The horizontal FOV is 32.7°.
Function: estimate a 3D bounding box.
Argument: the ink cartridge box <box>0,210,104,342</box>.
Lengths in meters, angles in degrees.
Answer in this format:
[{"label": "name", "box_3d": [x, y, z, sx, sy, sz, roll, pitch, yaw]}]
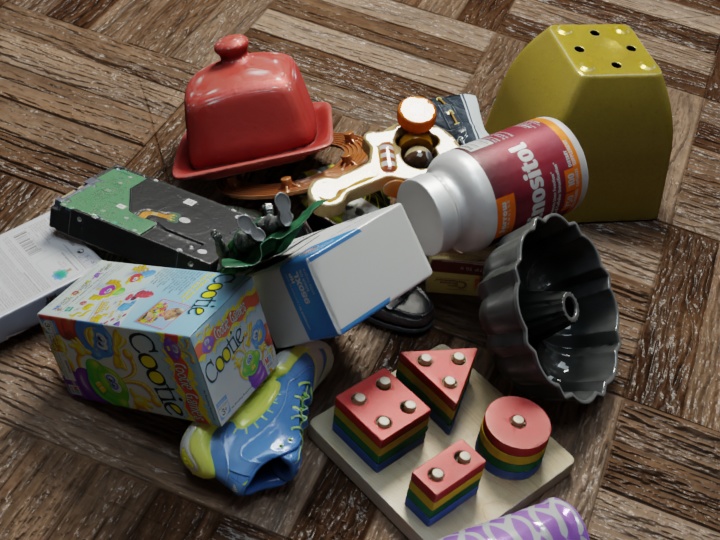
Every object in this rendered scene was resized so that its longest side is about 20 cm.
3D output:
[{"label": "ink cartridge box", "box_3d": [-0.380, 0.018, 1.297, 0.198, 0.042, 0.119, -28, 49, -29]}]

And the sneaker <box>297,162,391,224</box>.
[{"label": "sneaker", "box_3d": [0.013, -0.076, 1.463, 0.084, 0.075, 0.199, -33, 56, -32]}]

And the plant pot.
[{"label": "plant pot", "box_3d": [0.286, -0.200, 1.568, 0.192, 0.202, 0.196, -4, 43, -15]}]

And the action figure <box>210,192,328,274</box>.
[{"label": "action figure", "box_3d": [-0.106, -0.030, 1.209, 0.117, 0.200, 0.055, -30, 90, -17]}]

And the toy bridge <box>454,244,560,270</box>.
[{"label": "toy bridge", "box_3d": [0.137, -0.045, 1.410, 0.198, 0.027, 0.067, 24, 47, 18]}]

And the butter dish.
[{"label": "butter dish", "box_3d": [-0.140, -0.210, 1.485, 0.197, 0.150, 0.200, -12, 23, 2]}]

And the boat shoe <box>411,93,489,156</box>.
[{"label": "boat shoe", "box_3d": [0.107, -0.149, 1.496, 0.089, 0.072, 0.201, -1, 36, -6]}]

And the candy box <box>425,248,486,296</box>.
[{"label": "candy box", "box_3d": [0.134, -0.056, 1.484, 0.113, 0.056, 0.202, 5, 42, -4]}]

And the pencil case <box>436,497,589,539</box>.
[{"label": "pencil case", "box_3d": [0.114, 0.271, 1.100, 0.197, 0.084, 0.087, -15, 82, -23]}]

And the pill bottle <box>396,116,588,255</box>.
[{"label": "pill bottle", "box_3d": [0.143, -0.088, 1.341, 0.198, 0.114, 0.113, -23, 50, -27]}]

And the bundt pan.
[{"label": "bundt pan", "box_3d": [0.194, 0.047, 1.306, 0.075, 0.203, 0.202, -17, 23, 39]}]

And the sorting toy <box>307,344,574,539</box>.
[{"label": "sorting toy", "box_3d": [0.085, 0.159, 1.224, 0.197, 0.070, 0.200, -26, 52, -34]}]

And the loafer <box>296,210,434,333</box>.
[{"label": "loafer", "box_3d": [0.000, 0.000, 1.389, 0.198, 0.064, 0.072, 31, 45, 22]}]

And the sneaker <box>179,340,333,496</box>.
[{"label": "sneaker", "box_3d": [-0.077, 0.153, 1.201, 0.105, 0.076, 0.199, 37, 55, 24]}]

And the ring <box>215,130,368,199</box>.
[{"label": "ring", "box_3d": [-0.082, -0.134, 1.495, 0.197, 0.020, 0.201, -11, 25, 5]}]

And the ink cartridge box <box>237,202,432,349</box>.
[{"label": "ink cartridge box", "box_3d": [-0.049, 0.014, 1.262, 0.144, 0.199, 0.085, -32, 100, -39]}]

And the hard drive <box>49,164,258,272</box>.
[{"label": "hard drive", "box_3d": [-0.222, -0.050, 1.352, 0.197, 0.038, 0.140, 21, 27, 12]}]

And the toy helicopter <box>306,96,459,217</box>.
[{"label": "toy helicopter", "box_3d": [0.031, -0.104, 1.397, 0.198, 0.079, 0.133, -25, 60, -23]}]

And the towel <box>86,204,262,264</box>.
[{"label": "towel", "box_3d": [-0.217, -0.012, 1.391, 0.189, 0.035, 0.202, 10, 43, 4]}]

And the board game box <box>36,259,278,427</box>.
[{"label": "board game box", "box_3d": [-0.196, 0.067, 1.193, 0.197, 0.104, 0.105, 6, 35, 34]}]
